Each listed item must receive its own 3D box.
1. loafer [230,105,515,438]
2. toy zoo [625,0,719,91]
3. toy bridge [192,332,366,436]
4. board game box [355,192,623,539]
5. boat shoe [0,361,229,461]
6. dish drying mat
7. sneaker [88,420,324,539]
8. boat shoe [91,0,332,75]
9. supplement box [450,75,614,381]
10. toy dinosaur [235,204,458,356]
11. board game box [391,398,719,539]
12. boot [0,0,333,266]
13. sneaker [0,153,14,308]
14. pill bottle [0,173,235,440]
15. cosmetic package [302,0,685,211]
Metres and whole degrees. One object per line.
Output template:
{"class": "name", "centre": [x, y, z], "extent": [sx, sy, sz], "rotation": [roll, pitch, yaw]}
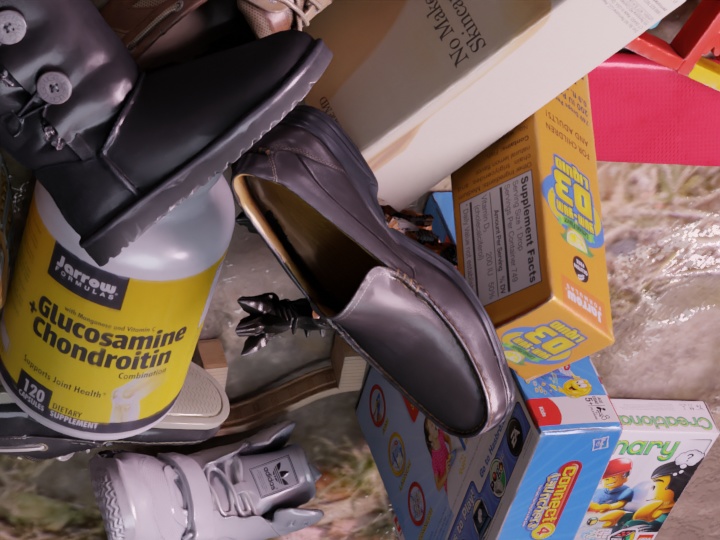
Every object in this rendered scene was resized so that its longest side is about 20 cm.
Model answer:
{"class": "loafer", "centre": [0.001, 0.012, 1.307], "extent": [0.073, 0.200, 0.072], "rotation": [-40, -178, 34]}
{"class": "toy zoo", "centre": [0.215, -0.169, 1.442], "extent": [0.199, 0.021, 0.132], "rotation": [19, 117, -38]}
{"class": "toy bridge", "centre": [-0.096, 0.075, 1.571], "extent": [0.198, 0.027, 0.068], "rotation": [-6, 137, -17]}
{"class": "board game box", "centre": [0.072, 0.091, 1.534], "extent": [0.055, 0.197, 0.201], "rotation": [-2, 136, -22]}
{"class": "boat shoe", "centre": [-0.177, 0.078, 1.490], "extent": [0.198, 0.072, 0.068], "rotation": [5, 132, -16]}
{"class": "dish drying mat", "centre": [0.189, -0.097, 1.522], "extent": [0.198, 0.018, 0.077], "rotation": [2, 131, -24]}
{"class": "sneaker", "centre": [-0.092, 0.134, 1.556], "extent": [0.114, 0.076, 0.200], "rotation": [-21, 167, 8]}
{"class": "boat shoe", "centre": [-0.050, -0.145, 1.322], "extent": [0.199, 0.072, 0.076], "rotation": [-27, 139, 5]}
{"class": "supplement box", "centre": [0.091, -0.046, 1.388], "extent": [0.068, 0.201, 0.066], "rotation": [-23, 145, 33]}
{"class": "toy dinosaur", "centre": [0.000, 0.000, 1.449], "extent": [0.135, 0.103, 0.200], "rotation": [-2, 156, 10]}
{"class": "board game box", "centre": [0.134, 0.141, 1.737], "extent": [0.198, 0.035, 0.127], "rotation": [2, 133, -26]}
{"class": "boot", "centre": [-0.135, -0.127, 1.257], "extent": [0.165, 0.066, 0.200], "rotation": [-39, 100, 6]}
{"class": "sneaker", "centre": [-0.244, -0.052, 1.352], "extent": [0.087, 0.076, 0.201], "rotation": [-7, 137, 7]}
{"class": "pill bottle", "centre": [-0.133, -0.010, 1.400], "extent": [0.111, 0.112, 0.201], "rotation": [-1, 135, -23]}
{"class": "cosmetic package", "centre": [0.062, -0.135, 1.354], "extent": [0.200, 0.106, 0.071], "rotation": [-37, 147, 14]}
